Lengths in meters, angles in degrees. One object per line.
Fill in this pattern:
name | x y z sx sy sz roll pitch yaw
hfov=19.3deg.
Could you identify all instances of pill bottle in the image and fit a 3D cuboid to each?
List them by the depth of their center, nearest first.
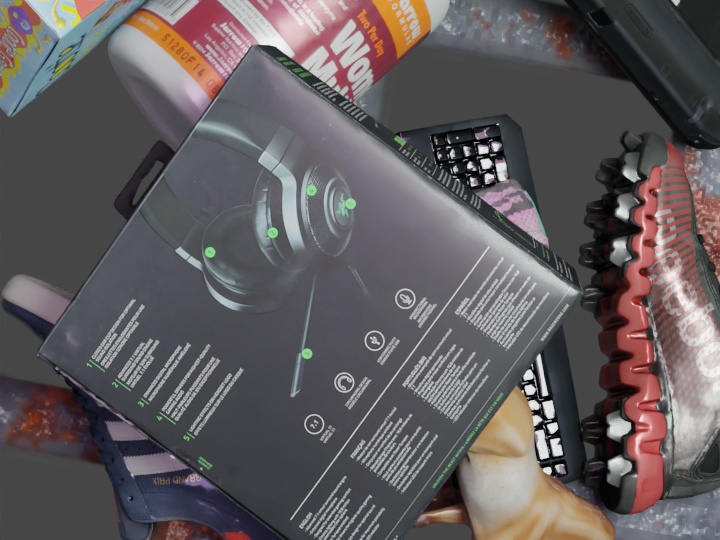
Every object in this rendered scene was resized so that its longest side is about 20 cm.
pill bottle | -0.024 -0.140 1.085 0.200 0.110 0.110 -43 93 -11

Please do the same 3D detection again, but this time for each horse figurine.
horse figurine | 0.049 0.100 1.073 0.131 0.050 0.201 -17 121 7

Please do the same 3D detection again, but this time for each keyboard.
keyboard | 0.059 0.021 1.121 0.103 0.040 0.202 -11 86 -12

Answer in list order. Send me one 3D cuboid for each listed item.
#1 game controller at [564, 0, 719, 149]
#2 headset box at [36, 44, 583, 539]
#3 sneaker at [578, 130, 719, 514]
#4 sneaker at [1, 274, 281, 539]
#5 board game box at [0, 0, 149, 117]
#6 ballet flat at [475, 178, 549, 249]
game controller | 0.157 -0.159 1.125 0.200 0.042 0.105 46 59 -27
headset box | -0.027 0.015 0.978 0.199 0.093 0.175 35 97 -1
sneaker | 0.169 0.027 1.125 0.097 0.071 0.203 0 87 -10
sneaker | -0.114 0.086 1.069 0.199 0.075 0.085 39 92 1
board game box | -0.126 -0.189 1.046 0.103 0.105 0.200 47 61 -3
ballet flat | 0.000 0.000 1.086 0.198 0.069 0.072 -16 62 16
